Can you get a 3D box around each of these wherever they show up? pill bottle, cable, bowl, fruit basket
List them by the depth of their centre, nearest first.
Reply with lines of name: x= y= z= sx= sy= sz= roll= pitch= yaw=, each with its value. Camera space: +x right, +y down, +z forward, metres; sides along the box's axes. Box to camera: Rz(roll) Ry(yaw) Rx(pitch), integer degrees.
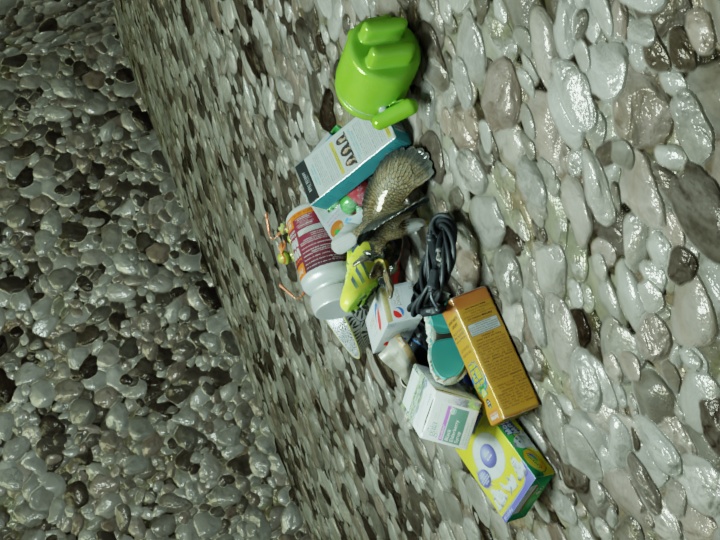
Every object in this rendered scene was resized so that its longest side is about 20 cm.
cable: x=0.110 y=-0.006 z=1.576 sx=0.200 sy=0.050 sz=0.164 roll=136 pitch=141 yaw=-83
fruit basket: x=-0.020 y=-0.157 z=1.734 sx=0.185 sy=0.093 sz=0.200 roll=-48 pitch=41 yaw=18
pill bottle: x=-0.064 y=-0.019 z=1.819 sx=0.110 sy=0.109 sz=0.201 roll=109 pitch=149 yaw=-62
bowl: x=-0.018 y=0.069 z=2.021 sx=0.201 sy=0.094 sz=0.201 roll=54 pitch=167 yaw=19

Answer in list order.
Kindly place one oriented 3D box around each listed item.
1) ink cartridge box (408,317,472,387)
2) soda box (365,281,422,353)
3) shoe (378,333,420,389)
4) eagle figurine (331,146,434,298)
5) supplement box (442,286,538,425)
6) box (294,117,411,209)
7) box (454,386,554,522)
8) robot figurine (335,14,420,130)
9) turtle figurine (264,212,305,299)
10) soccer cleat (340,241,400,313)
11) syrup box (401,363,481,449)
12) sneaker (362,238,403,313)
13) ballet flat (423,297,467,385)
ink cartridge box: x=0.131 y=0.134 z=1.763 sx=0.200 sy=0.039 sz=0.100 roll=-147 pitch=43 yaw=-62
soda box: x=0.056 y=0.085 z=1.746 sx=0.200 sy=0.063 sz=0.069 roll=110 pitch=148 yaw=-70
shoe: x=0.079 y=0.173 z=1.766 sx=0.070 sy=0.053 sz=0.200 roll=47 pitch=174 yaw=32
eagle figurine: x=0.048 y=-0.086 z=1.600 sx=0.152 sy=0.150 sz=0.201 roll=41 pitch=144 yaw=30
supplement box: x=0.196 y=0.131 z=1.520 sx=0.201 sy=0.068 sz=0.067 roll=65 pitch=163 yaw=14
box: x=-0.015 y=-0.191 z=1.663 sx=0.200 sy=0.049 sz=0.083 roll=-36 pitch=64 yaw=28
box: x=0.213 y=0.283 z=1.583 sx=0.200 sy=0.048 sz=0.118 roll=56 pitch=137 yaw=37
robot figurine: x=0.024 y=-0.307 z=1.525 sx=0.200 sy=0.115 sz=0.177 roll=120 pitch=136 yaw=-67
turtle figurine: x=-0.114 y=-0.052 z=2.106 sx=0.064 sy=0.160 sz=0.201 roll=123 pitch=127 yaw=-67
soccer cleat: x=0.000 y=0.000 z=1.694 sx=0.084 sy=0.200 sz=0.065 roll=36 pitch=132 yaw=0
syrup box: x=0.127 y=0.216 z=1.601 sx=0.200 sy=0.081 sz=0.079 roll=-136 pitch=63 yaw=-80
sneaker: x=0.041 y=-0.017 z=1.832 sx=0.077 sy=0.085 sz=0.201 roll=20 pitch=122 yaw=13
ballet flat: x=0.143 y=0.124 z=1.618 sx=0.201 sy=0.071 sz=0.072 roll=-91 pitch=-1 yaw=-50
